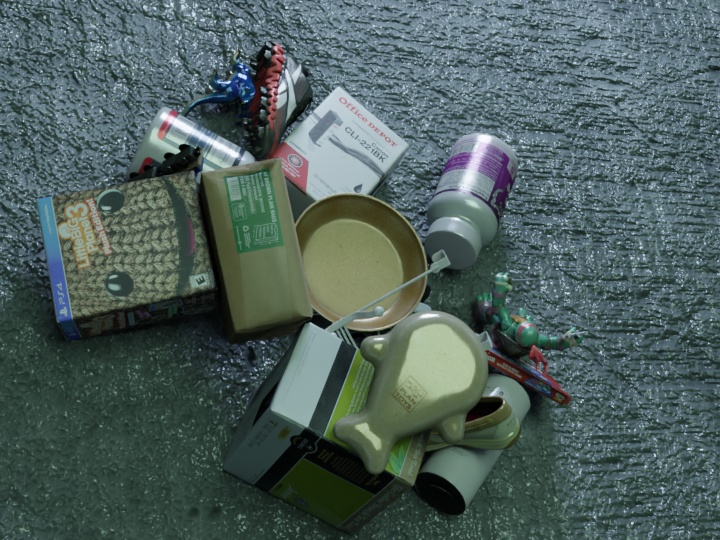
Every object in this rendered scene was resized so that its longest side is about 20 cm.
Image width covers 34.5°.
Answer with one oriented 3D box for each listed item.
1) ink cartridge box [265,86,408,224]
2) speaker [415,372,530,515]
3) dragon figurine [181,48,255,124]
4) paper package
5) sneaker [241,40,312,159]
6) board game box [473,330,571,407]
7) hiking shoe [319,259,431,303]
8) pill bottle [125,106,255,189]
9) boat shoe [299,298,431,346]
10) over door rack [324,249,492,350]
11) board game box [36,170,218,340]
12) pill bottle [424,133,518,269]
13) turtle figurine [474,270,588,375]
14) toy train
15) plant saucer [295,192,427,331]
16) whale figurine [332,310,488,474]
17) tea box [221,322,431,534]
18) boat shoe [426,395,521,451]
[{"bbox_3d":[-0.042,-0.153,1.703,0.144,0.084,0.200,39,52,1],"label":"ink cartridge box"},{"bbox_3d":[0.153,0.234,1.572,0.081,0.081,0.200,39,53,1],"label":"speaker"},{"bbox_3d":[-0.176,-0.258,1.716,0.099,0.059,0.200,41,52,2],"label":"dragon figurine"},{"bbox_3d":[-0.133,-0.019,1.441,0.102,0.191,0.203,-11,85,-11],"label":"paper package"},{"bbox_3d":[-0.113,-0.234,1.652,0.097,0.071,0.203,25,49,-27],"label":"sneaker"},{"bbox_3d":[0.201,0.126,1.645,0.198,0.103,0.020,30,96,-13],"label":"board game box"},{"bbox_3d":[0.000,0.000,1.653,0.197,0.076,0.102,10,41,-23],"label":"hiking shoe"},{"bbox_3d":[-0.209,-0.125,1.585,0.198,0.120,0.121,28,53,-8],"label":"pill bottle"},{"bbox_3d":[0.010,0.080,1.599,0.197,0.074,0.069,3,68,-28],"label":"boat shoe"},{"bbox_3d":[0.068,0.089,1.504,0.199,0.067,0.149,-33,109,-10],"label":"over door rack"},{"bbox_3d":[-0.289,-0.019,1.451,0.197,0.097,0.162,-12,76,-10],"label":"board game box"},{"bbox_3d":[0.164,-0.103,1.755,0.111,0.112,0.202,29,54,-7],"label":"pill bottle"},{"bbox_3d":[0.227,0.073,1.633,0.150,0.200,0.101,45,84,-8],"label":"turtle figurine"},{"bbox_3d":[-0.273,-0.112,1.510,0.046,0.198,0.035,39,41,-37],"label":"toy train"},{"bbox_3d":[-0.007,-0.007,1.571,0.197,0.035,0.203,8,65,-17],"label":"plant saucer"},{"bbox_3d":[0.055,0.141,1.335,0.159,0.104,0.200,43,76,2],"label":"whale figurine"},{"bbox_3d":[-0.037,0.200,1.426,0.195,0.200,0.135,30,53,-8],"label":"tea box"},{"bbox_3d":[0.110,0.191,1.522,0.197,0.067,0.074,-5,36,21],"label":"boat shoe"}]
